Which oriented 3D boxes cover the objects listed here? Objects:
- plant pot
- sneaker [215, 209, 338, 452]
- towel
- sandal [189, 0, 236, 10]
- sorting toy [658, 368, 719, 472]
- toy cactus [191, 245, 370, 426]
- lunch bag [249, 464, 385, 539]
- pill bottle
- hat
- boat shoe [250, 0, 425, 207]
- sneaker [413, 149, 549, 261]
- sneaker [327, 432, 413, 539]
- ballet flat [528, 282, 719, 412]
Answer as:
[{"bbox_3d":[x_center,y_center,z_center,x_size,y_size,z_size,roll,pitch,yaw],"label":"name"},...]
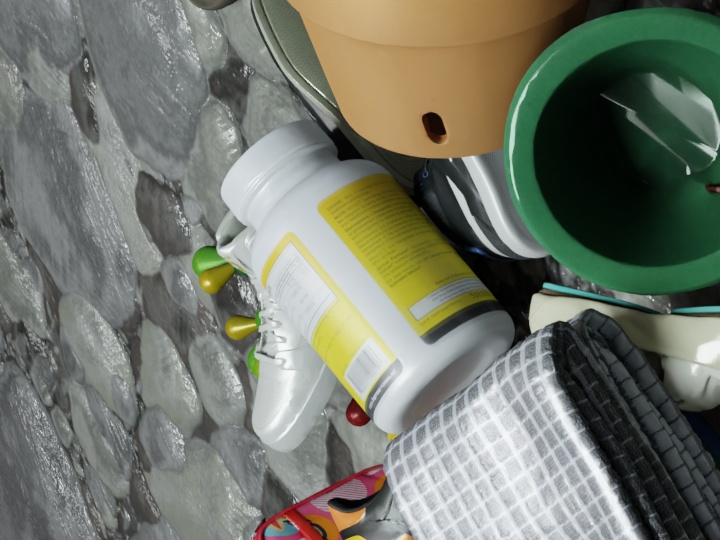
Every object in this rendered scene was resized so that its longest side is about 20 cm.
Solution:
[{"bbox_3d":[0.050,-0.159,1.578,0.200,0.200,0.140,39,147,43],"label":"plant pot"},{"bbox_3d":[-0.062,0.018,1.882,0.074,0.116,0.200,13,83,57],"label":"sneaker"},{"bbox_3d":[0.117,0.144,1.535,0.166,0.086,0.200,-41,74,40],"label":"towel"},{"bbox_3d":[-0.102,-0.239,1.930,0.082,0.055,0.200,64,152,6],"label":"sandal"},{"bbox_3d":[0.185,0.158,1.618,0.199,0.070,0.200,22,128,51],"label":"sorting toy"},{"bbox_3d":[-0.040,0.009,1.994,0.200,0.102,0.165,42,125,43],"label":"toy cactus"},{"bbox_3d":[0.014,0.243,1.952,0.200,0.176,0.082,46,146,35],"label":"lunch bag"},{"bbox_3d":[0.000,0.000,1.764,0.200,0.112,0.112,51,149,19],"label":"pill bottle"},{"bbox_3d":[0.177,-0.085,1.590,0.200,0.176,0.166,-17,101,22],"label":"hat"},{"bbox_3d":[-0.018,-0.119,1.855,0.200,0.072,0.068,55,150,16],"label":"boat shoe"},{"bbox_3d":[0.057,-0.095,1.738,0.112,0.073,0.200,-16,96,63],"label":"sneaker"},{"bbox_3d":[0.063,0.123,1.781,0.200,0.070,0.090,-44,81,14],"label":"sneaker"},{"bbox_3d":[0.176,0.050,1.558,0.200,0.069,0.070,7,117,45],"label":"ballet flat"}]
